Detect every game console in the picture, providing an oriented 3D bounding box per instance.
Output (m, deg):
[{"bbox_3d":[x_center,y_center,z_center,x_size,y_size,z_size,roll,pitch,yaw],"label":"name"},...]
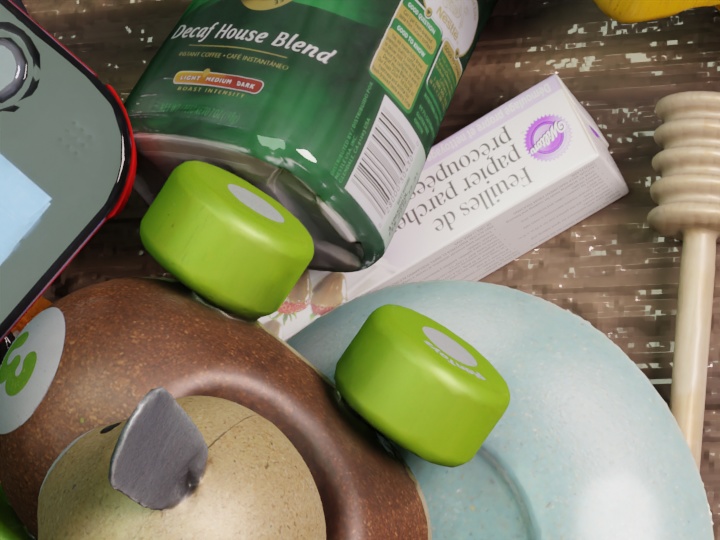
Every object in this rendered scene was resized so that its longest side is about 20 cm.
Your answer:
[{"bbox_3d":[-0.193,-0.024,0.923,0.177,0.031,0.200,41,90,5],"label":"game console"}]

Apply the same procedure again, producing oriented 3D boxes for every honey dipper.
[{"bbox_3d":[0.112,0.038,0.931,0.038,0.038,0.200,1,77,23],"label":"honey dipper"}]

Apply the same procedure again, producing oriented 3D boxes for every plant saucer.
[{"bbox_3d":[0.020,0.102,0.918,0.201,0.039,0.201,-3,84,27],"label":"plant saucer"}]

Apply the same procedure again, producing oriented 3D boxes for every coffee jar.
[{"bbox_3d":[-0.001,-0.102,0.972,0.104,0.085,0.200,8,60,38],"label":"coffee jar"}]

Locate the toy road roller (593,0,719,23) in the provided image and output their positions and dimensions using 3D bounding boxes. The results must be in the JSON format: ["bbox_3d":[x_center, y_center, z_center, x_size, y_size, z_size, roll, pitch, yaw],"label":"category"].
[{"bbox_3d":[0.123,-0.159,0.908,0.200,0.146,0.123,56,142,31],"label":"toy road roller"}]

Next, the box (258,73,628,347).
[{"bbox_3d":[0.000,0.000,0.986,0.200,0.041,0.039,-31,63,11],"label":"box"}]

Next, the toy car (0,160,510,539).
[{"bbox_3d":[-0.068,0.071,0.822,0.158,0.200,0.164,36,102,11],"label":"toy car"}]

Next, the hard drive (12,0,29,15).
[{"bbox_3d":[-0.212,-0.099,1.108,0.135,0.042,0.200,-37,62,8],"label":"hard drive"}]

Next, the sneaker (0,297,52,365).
[{"bbox_3d":[-0.130,0.113,0.995,0.092,0.076,0.200,-24,70,43],"label":"sneaker"}]
